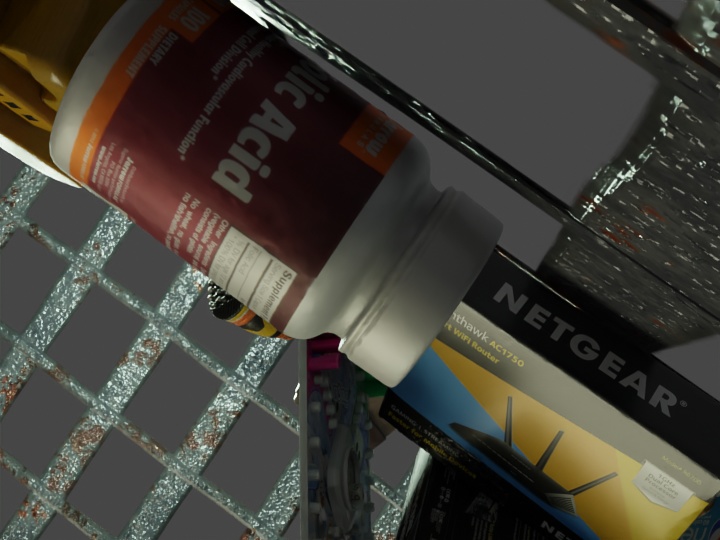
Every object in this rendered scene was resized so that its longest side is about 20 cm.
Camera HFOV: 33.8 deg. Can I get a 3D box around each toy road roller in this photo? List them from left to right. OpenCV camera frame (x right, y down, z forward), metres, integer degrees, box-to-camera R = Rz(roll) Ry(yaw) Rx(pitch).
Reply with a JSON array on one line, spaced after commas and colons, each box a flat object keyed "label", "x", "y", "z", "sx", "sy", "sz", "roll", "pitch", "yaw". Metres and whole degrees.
[{"label": "toy road roller", "x": -0.162, "y": -0.127, "z": 0.657, "sx": 0.144, "sy": 0.124, "sz": 0.200, "roll": 21, "pitch": 170, "yaw": 31}]

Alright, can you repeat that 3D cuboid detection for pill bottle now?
[{"label": "pill bottle", "x": -0.038, "y": -0.041, "z": 0.569, "sx": 0.199, "sy": 0.115, "sz": 0.114, "roll": 35, "pitch": 178, "yaw": 0}]

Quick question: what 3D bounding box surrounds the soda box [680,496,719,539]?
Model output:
[{"label": "soda box", "x": 0.284, "y": 0.225, "z": 0.942, "sx": 0.064, "sy": 0.068, "sz": 0.199, "roll": 36, "pitch": 155, "yaw": -16}]

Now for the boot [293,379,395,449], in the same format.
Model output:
[{"label": "boot", "x": 0.037, "y": 0.115, "z": 1.112, "sx": 0.199, "sy": 0.147, "sz": 0.070, "roll": 40, "pitch": 179, "yaw": -21}]

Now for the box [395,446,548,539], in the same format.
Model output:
[{"label": "box", "x": 0.107, "y": 0.197, "z": 0.815, "sx": 0.161, "sy": 0.087, "sz": 0.201, "roll": 20, "pitch": -142, "yaw": 0}]

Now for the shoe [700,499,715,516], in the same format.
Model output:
[{"label": "shoe", "x": 0.197, "y": 0.104, "z": 0.914, "sx": 0.199, "sy": 0.070, "sz": 0.054, "roll": 38, "pitch": 139, "yaw": 23}]

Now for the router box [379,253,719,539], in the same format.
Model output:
[{"label": "router box", "x": 0.116, "y": 0.092, "z": 0.730, "sx": 0.199, "sy": 0.051, "sz": 0.150, "roll": 34, "pitch": 141, "yaw": 14}]

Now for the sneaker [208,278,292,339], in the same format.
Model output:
[{"label": "sneaker", "x": -0.087, "y": -0.025, "z": 1.102, "sx": 0.089, "sy": 0.070, "sz": 0.203, "roll": 31, "pitch": -136, "yaw": -33}]

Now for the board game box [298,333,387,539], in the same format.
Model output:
[{"label": "board game box", "x": -0.006, "y": 0.142, "z": 0.810, "sx": 0.025, "sy": 0.204, "sz": 0.200, "roll": -3, "pitch": 169, "yaw": 11}]
